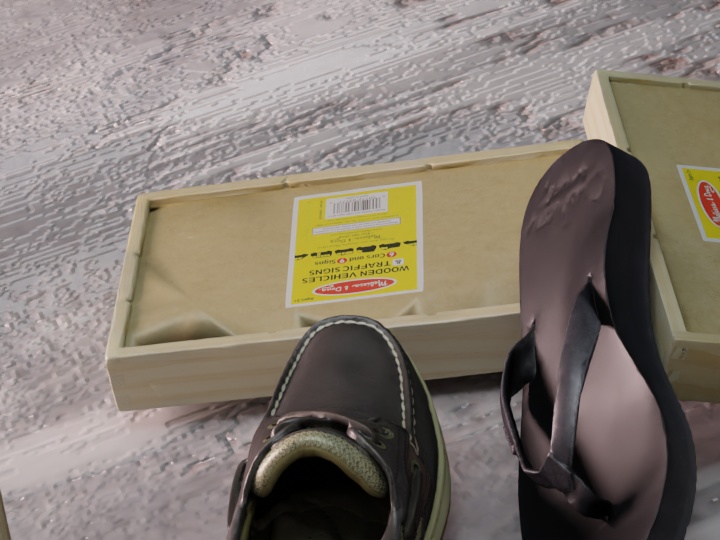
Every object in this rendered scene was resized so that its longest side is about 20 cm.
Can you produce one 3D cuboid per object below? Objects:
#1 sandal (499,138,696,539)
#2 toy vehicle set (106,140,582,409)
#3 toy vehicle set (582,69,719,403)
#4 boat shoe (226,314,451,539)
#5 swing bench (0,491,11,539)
[{"bbox_3d":[0.072,0.036,0.753,0.043,0.076,0.200,24,42,-27],"label":"sandal"},{"bbox_3d":[0.000,0.000,0.884,0.200,0.027,0.124,-6,34,7],"label":"toy vehicle set"},{"bbox_3d":[0.163,-0.015,0.840,0.124,0.027,0.200,5,33,-7],"label":"toy vehicle set"},{"bbox_3d":[-0.009,0.081,0.732,0.072,0.066,0.201,0,43,9],"label":"boat shoe"},{"bbox_3d":[-0.182,0.164,0.617,0.199,0.130,0.200,-16,34,-8],"label":"swing bench"}]
